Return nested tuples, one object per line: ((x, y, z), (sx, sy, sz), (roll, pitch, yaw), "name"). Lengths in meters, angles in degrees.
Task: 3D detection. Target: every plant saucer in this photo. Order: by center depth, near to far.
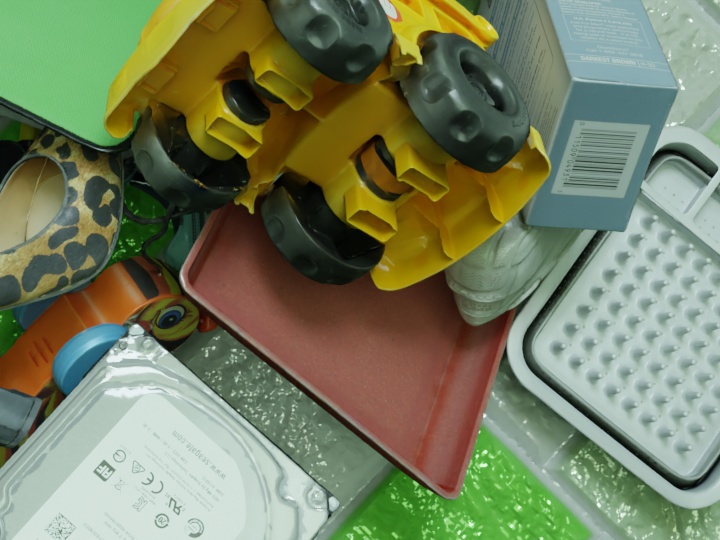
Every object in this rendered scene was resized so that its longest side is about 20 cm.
((0.000, 0.000, 0.750), (0.200, 0.037, 0.200), (40, 48, -21), "plant saucer")

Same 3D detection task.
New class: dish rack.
((0.197, 0.029, 0.838), (0.172, 0.044, 0.200), (39, 76, -5), "dish rack")

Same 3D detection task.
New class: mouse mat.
((-0.148, -0.153, 0.711), (0.161, 0.008, 0.200), (27, 52, 6), "mouse mat")

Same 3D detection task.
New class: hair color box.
((0.116, -0.125, 0.762), (0.061, 0.099, 0.200), (3, 43, -10), "hair color box")

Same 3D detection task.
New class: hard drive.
((-0.125, 0.144, 0.643), (0.140, 0.038, 0.200), (42, 76, -2), "hard drive")

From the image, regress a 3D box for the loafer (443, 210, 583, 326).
((0.106, -0.044, 0.802), (0.070, 0.070, 0.200), (24, 46, 23), "loafer")

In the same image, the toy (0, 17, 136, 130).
((-0.211, -0.155, 0.740), (0.200, 0.047, 0.115), (22, 75, 15), "toy")

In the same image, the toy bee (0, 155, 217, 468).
((-0.131, 0.038, 0.737), (0.200, 0.109, 0.131), (-29, 65, 25), "toy bee")

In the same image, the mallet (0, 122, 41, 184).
((-0.187, -0.118, 0.785), (0.041, 0.066, 0.200), (-6, 66, 15), "mallet")

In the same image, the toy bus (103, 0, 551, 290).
((-0.018, -0.115, 0.677), (0.200, 0.136, 0.192), (27, 41, -34), "toy bus")

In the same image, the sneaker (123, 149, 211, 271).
((-0.122, -0.091, 0.773), (0.086, 0.078, 0.200), (-30, 89, -11), "sneaker")

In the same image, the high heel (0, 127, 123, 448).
((-0.190, -0.028, 0.631), (0.143, 0.071, 0.200), (32, 66, -43), "high heel")
